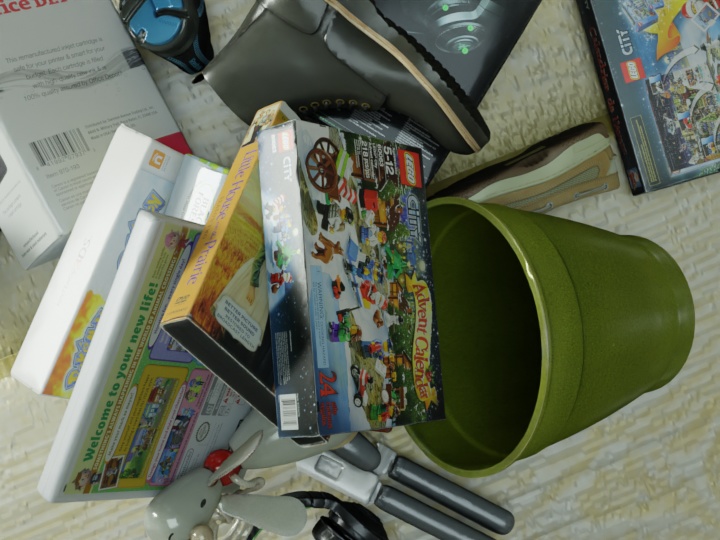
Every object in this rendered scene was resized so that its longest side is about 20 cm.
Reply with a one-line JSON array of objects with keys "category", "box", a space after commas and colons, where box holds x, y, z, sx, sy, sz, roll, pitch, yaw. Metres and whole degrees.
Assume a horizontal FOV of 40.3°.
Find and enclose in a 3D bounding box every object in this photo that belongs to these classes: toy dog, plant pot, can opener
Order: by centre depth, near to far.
[{"category": "toy dog", "box": [-0.053, 0.138, 0.720, 0.096, 0.132, 0.200, 25, 75, 37]}, {"category": "plant pot", "box": [0.146, 0.041, 0.754, 0.192, 0.200, 0.201, -5, 90, -32]}, {"category": "can opener", "box": [0.035, 0.184, 0.824, 0.199, 0.066, 0.053, 28, 77, 0]}]

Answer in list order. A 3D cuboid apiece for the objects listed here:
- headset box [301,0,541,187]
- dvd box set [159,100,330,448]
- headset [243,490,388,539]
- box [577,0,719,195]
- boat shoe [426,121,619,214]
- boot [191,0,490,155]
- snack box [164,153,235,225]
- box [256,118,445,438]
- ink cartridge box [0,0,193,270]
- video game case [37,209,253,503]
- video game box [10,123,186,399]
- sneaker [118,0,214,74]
[{"category": "headset box", "box": [0.030, -0.193, 0.809, 0.174, 0.093, 0.200, 31, 89, 0]}, {"category": "dvd box set", "box": [-0.048, 0.000, 0.684, 0.029, 0.200, 0.146, -15, 131, 35]}, {"category": "headset", "box": [-0.006, 0.253, 0.808, 0.199, 0.094, 0.124, 10, 90, -14]}, {"category": "box", "box": [0.273, -0.179, 0.832, 0.136, 0.038, 0.201, -16, 90, 0]}, {"category": "boat shoe", "box": [0.129, -0.052, 0.826, 0.199, 0.072, 0.076, -24, 102, -1]}, {"category": "boot", "box": [-0.013, -0.128, 0.738, 0.200, 0.077, 0.138, 44, 105, -2]}, {"category": "snack box", "box": [-0.104, 0.025, 0.755, 0.053, 0.142, 0.201, 24, 96, 33]}, {"category": "box", "box": [-0.003, 0.008, 0.669, 0.038, 0.136, 0.201, -10, 81, 40]}, {"category": "ink cartridge box", "box": [-0.239, -0.124, 0.778, 0.145, 0.083, 0.201, -28, 89, -42]}, {"category": "video game case", "box": [-0.119, 0.068, 0.698, 0.022, 0.182, 0.201, 26, 97, 36]}, {"category": "video game box", "box": [-0.153, 0.011, 0.769, 0.047, 0.182, 0.201, 23, 90, 36]}, {"category": "sneaker", "box": [-0.180, -0.253, 0.822, 0.073, 0.082, 0.201, -23, 71, 9]}]
